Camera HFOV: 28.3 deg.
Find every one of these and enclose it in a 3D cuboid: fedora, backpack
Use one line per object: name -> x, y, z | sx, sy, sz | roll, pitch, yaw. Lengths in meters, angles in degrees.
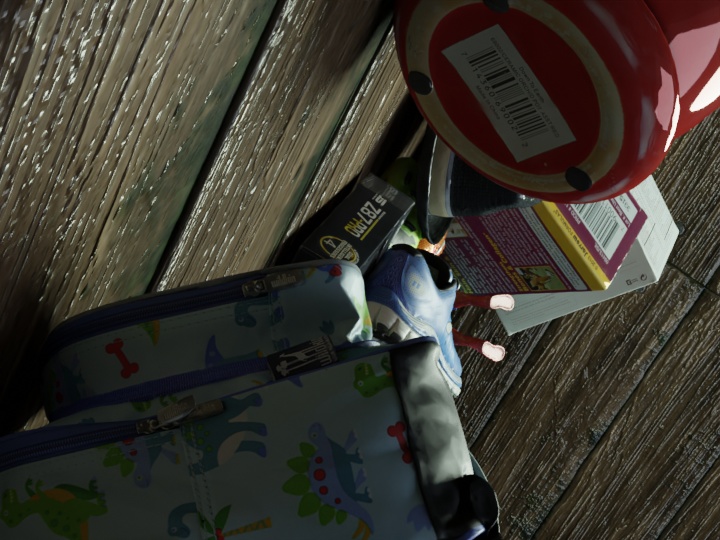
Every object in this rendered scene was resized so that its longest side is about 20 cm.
fedora -> 0.114, -0.107, 1.153 | 0.200, 0.090, 0.204 | 14, 90, -76
backpack -> -0.065, 0.093, 0.571 | 0.197, 0.149, 0.183 | -14, 159, -12

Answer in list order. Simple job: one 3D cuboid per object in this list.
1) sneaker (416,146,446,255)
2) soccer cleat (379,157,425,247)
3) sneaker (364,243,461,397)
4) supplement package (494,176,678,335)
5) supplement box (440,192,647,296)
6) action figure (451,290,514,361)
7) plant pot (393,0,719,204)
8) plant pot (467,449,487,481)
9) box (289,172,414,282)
sneaker -> 0.064, -0.080, 1.323 | 0.201, 0.072, 0.077 | -58, 152, -24
soccer cleat -> -0.001, 0.000, 1.179 | 0.064, 0.083, 0.203 | 21, 83, -55
sneaker -> 0.049, 0.036, 1.092 | 0.090, 0.078, 0.200 | -66, 162, -12
supplement package -> 0.217, -0.072, 1.582 | 0.190, 0.202, 0.147 | -22, -166, 29
supplement box -> 0.159, -0.056, 1.407 | 0.199, 0.131, 0.104 | -3, -136, 50
action figure -> 0.059, 0.040, 1.253 | 0.098, 0.198, 0.066 | 16, 86, -48
plant pot -> 0.133, -0.153, 0.813 | 0.183, 0.199, 0.201 | -49, 170, -34
plant pot -> -0.009, 0.196, 1.098 | 0.201, 0.199, 0.188 | -57, -175, -6
box -> -0.043, 0.041, 1.053 | 0.201, 0.049, 0.161 | -60, 177, 27
